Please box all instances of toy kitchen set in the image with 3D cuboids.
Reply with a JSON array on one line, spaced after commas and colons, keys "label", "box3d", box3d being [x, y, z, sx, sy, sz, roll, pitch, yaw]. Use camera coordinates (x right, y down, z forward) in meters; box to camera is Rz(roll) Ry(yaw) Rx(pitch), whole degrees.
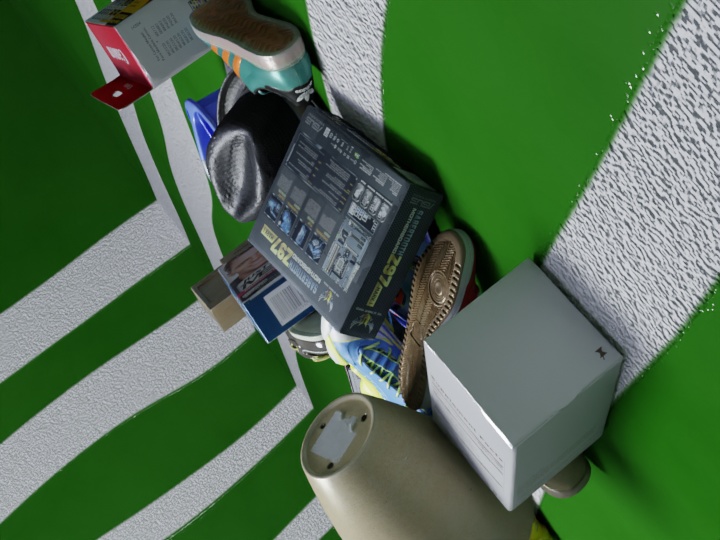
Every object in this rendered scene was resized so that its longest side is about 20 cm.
[{"label": "toy kitchen set", "box3d": [-0.087, 0.055, 1.626, 0.163, 0.199, 0.182, 39, 162, 54]}]

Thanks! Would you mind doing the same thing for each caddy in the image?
[{"label": "caddy", "box3d": [-0.153, -0.148, 1.540, 0.201, 0.104, 0.141, 59, 167, -22]}]

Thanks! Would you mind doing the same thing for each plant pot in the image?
[{"label": "plant pot", "box3d": [0.038, 0.213, 1.159, 0.200, 0.188, 0.187, 43, 176, -32]}]

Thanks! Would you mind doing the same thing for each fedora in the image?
[{"label": "fedora", "box3d": [-0.114, -0.122, 1.312, 0.199, 0.091, 0.203, 26, 136, 27]}]

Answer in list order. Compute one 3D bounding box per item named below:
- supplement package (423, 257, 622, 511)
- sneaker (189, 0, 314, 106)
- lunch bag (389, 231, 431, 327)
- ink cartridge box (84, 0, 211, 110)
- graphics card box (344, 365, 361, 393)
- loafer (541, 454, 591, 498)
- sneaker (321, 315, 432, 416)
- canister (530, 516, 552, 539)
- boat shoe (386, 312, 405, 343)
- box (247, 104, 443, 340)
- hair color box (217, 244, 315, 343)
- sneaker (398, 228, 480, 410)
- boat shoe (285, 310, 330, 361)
[{"label": "supplement package", "box3d": [0.139, 0.105, 1.038, 0.120, 0.121, 0.201, 49, 168, 23]}, {"label": "sneaker", "box3d": [-0.114, -0.226, 1.235, 0.200, 0.071, 0.081, 40, 158, 47]}, {"label": "lunch bag", "box3d": [0.045, 0.005, 1.280, 0.200, 0.094, 0.150, 46, 177, -40]}, {"label": "ink cartridge box", "box3d": [-0.247, -0.275, 1.377, 0.084, 0.175, 0.200, 57, 168, -23]}, {"label": "graphics card box", "box3d": [-0.004, 0.077, 1.517, 0.126, 0.050, 0.203, -95, -11, -75]}, {"label": "loafer", "box3d": [0.159, 0.154, 1.246, 0.199, 0.076, 0.069, 35, 159, 35]}, {"label": "sneaker", "box3d": [0.035, 0.096, 1.261, 0.104, 0.076, 0.201, 21, 156, 37]}, {"label": "canister", "box3d": [0.165, 0.303, 1.620, 0.201, 0.086, 0.148, 58, 169, -14]}, {"label": "boat shoe", "box3d": [0.000, 0.000, 1.393, 0.201, 0.084, 0.069, 55, -164, 0]}, {"label": "box", "box3d": [-0.020, -0.050, 1.164, 0.051, 0.159, 0.200, 15, -162, -39]}, {"label": "hair color box", "box3d": [-0.105, 0.013, 1.434, 0.061, 0.099, 0.200, 57, 173, -17]}, {"label": "sneaker", "box3d": [0.108, 0.045, 1.161, 0.071, 0.111, 0.202, -124, 37, -47]}, {"label": "boat shoe", "box3d": [-0.050, 0.071, 1.398, 0.061, 0.071, 0.201, 66, 170, -13]}]
